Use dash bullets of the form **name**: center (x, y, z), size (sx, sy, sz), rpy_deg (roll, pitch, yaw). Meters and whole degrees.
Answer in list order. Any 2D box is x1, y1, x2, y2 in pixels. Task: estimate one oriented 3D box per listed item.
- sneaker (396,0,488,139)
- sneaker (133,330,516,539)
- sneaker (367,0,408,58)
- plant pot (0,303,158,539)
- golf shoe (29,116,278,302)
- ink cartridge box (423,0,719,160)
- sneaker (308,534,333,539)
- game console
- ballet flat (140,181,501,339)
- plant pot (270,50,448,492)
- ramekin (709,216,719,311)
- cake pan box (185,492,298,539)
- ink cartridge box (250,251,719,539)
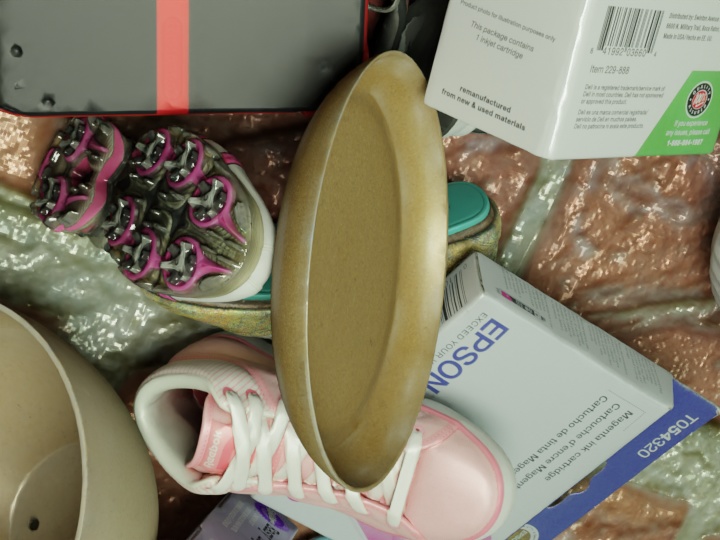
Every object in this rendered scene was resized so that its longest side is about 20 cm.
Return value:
- **sneaker**: center (0.079, -0.164, 0.865), size (0.086, 0.080, 0.201), rpy_deg (3, 112, -44)
- **sneaker**: center (-0.027, 0.094, 0.851), size (0.105, 0.199, 0.076), rpy_deg (-18, 128, -62)
- **sneaker**: center (0.006, -0.173, 0.819), size (0.077, 0.082, 0.201), rpy_deg (-3, 114, -17)
- **plant pot**: center (-0.178, 0.124, 0.844), size (0.201, 0.200, 0.134), rpy_deg (-51, 149, 8)
- **golf shoe**: center (-0.080, -0.025, 0.791), size (0.092, 0.200, 0.073), rpy_deg (26, 90, -32)
- **ink cartridge box**: center (0.127, -0.160, 0.791), size (0.145, 0.084, 0.201), rpy_deg (-5, 116, -47)
- **sneaker**: center (-0.059, 0.254, 0.994), size (0.079, 0.131, 0.201), rpy_deg (29, 65, -4)
- **game console**: center (-0.079, -0.166, 0.749), size (0.175, 0.031, 0.201), rpy_deg (-1, 110, -8)
- **ballet flat**: center (-0.018, 0.006, 0.903), size (0.199, 0.071, 0.071), rpy_deg (-14, 116, -13)
- **plant pot**: center (0.000, 0.000, 0.773), size (0.027, 0.200, 0.201), rpy_deg (4, 117, 19)
- **ramekin**: center (0.291, -0.010, 0.943), size (0.199, 0.105, 0.201), rpy_deg (-20, 141, -17)
- **cake pan box**: center (-0.116, 0.213, 0.892), size (0.052, 0.200, 0.184), rpy_deg (39, 97, 1)
- **ink cartridge box**: center (0.072, 0.103, 0.948), size (0.199, 0.043, 0.196), rpy_deg (31, 122, -26)
